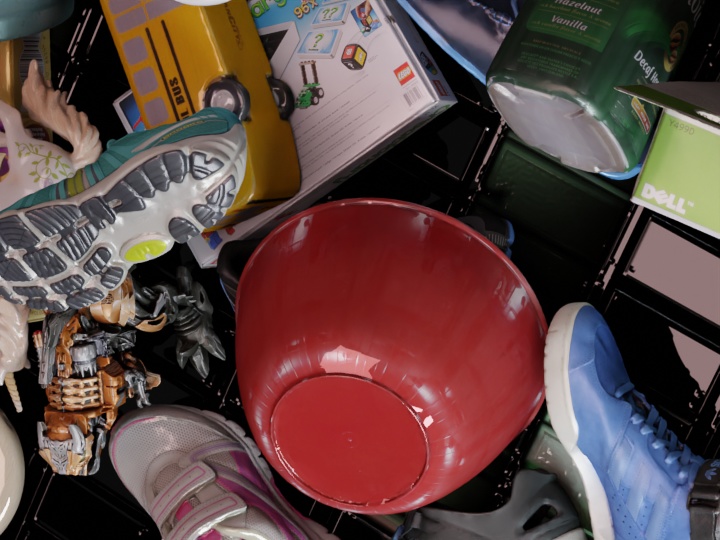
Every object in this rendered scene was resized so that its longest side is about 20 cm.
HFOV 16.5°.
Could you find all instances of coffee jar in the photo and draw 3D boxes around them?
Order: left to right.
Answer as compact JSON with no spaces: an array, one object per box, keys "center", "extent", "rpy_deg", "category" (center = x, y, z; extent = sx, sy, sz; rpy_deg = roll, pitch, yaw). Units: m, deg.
[{"center":[0.151,-0.162,1.395],"extent":[0.085,0.104,0.200],"rpy_deg":[18,75,29],"category":"coffee jar"}]

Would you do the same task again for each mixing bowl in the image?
[{"center":[0.006,0.070,1.469],"extent":[0.199,0.108,0.201],"rpy_deg":[9,126,12],"category":"mixing bowl"}]

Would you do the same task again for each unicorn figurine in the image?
[{"center":[-0.236,-0.026,1.587],"extent":[0.137,0.074,0.200],"rpy_deg":[37,106,15],"category":"unicorn figurine"}]

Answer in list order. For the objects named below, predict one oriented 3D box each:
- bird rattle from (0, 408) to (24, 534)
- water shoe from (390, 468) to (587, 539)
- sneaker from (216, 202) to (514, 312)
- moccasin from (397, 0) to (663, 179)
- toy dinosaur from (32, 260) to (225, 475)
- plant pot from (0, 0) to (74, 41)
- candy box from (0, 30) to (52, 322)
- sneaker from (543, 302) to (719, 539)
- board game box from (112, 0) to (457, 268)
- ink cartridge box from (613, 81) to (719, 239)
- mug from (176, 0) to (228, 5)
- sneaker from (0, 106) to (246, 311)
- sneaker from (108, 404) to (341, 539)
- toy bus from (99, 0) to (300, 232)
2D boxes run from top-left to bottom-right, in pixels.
[{"center":[-0.304,0.151,1.680],"extent":[0.163,0.113,0.200],"rpy_deg":[-33,82,7],"category":"bird rattle"},{"center":[0.043,0.182,1.529],"extent":[0.200,0.071,0.079],"rpy_deg":[-23,77,13],"category":"water shoe"},{"center":[0.000,0.000,1.521],"extent":[0.199,0.083,0.071],"rpy_deg":[-7,56,26],"category":"sneaker"},{"center":[0.102,-0.137,1.481],"extent":[0.200,0.080,0.068],"rpy_deg":[38,104,3],"category":"moccasin"},{"center":[-0.157,0.028,1.570],"extent":[0.102,0.136,0.201],"rpy_deg":[26,95,26],"category":"toy dinosaur"},{"center":[-0.249,-0.221,1.583],"extent":[0.200,0.200,0.135],"rpy_deg":[6,113,25],"category":"plant pot"},{"center":[-0.267,-0.066,1.667],"extent":[0.116,0.056,0.201],"rpy_deg":[0,95,25],"category":"candy box"},{"center":[0.181,0.109,1.448],"extent":[0.111,0.077,0.201],"rpy_deg":[-12,93,32],"category":"sneaker"},{"center":[-0.050,-0.106,1.570],"extent":[0.200,0.035,0.127],"rpy_deg":[-34,78,24],"category":"board game box"},{"center":[0.220,-0.045,1.351],"extent":[0.148,0.200,0.076],"rpy_deg":[25,104,22],"category":"ink cartridge box"},{"center":[-0.085,-0.250,1.437],"extent":[0.175,0.147,0.200],"rpy_deg":[34,120,28],"category":"mug"},{"center":[-0.150,-0.037,1.495],"extent":[0.200,0.080,0.078],"rpy_deg":[-22,119,21],"category":"sneaker"},{"center":[-0.089,0.159,1.578],"extent":[0.200,0.088,0.081],"rpy_deg":[39,109,19],"category":"sneaker"},{"center":[-0.101,-0.130,1.538],"extent":[0.078,0.065,0.201],"rpy_deg":[-23,84,27],"category":"toy bus"}]
